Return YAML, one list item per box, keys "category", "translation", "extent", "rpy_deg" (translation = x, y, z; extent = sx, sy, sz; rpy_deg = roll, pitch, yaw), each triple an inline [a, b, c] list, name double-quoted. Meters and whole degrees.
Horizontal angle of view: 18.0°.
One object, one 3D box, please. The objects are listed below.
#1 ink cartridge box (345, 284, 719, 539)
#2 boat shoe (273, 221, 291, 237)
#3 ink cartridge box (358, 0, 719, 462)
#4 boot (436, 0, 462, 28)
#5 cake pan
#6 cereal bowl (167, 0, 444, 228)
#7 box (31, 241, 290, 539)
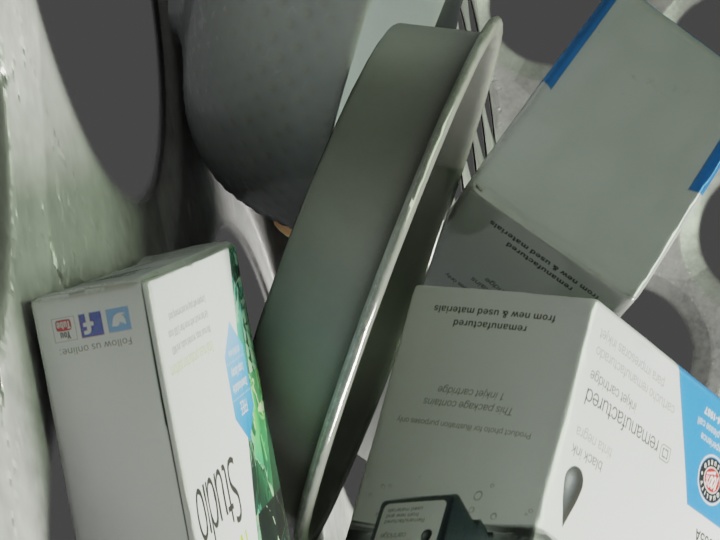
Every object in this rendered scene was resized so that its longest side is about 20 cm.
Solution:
- category: "ink cartridge box"
  translation: [0.061, 0.126, 0.829]
  extent: [0.146, 0.085, 0.202]
  rpy_deg: [34, 65, -49]
- category: "boat shoe"
  translation: [-0.016, -0.107, 1.012]
  extent: [0.071, 0.070, 0.201]
  rpy_deg: [76, 8, -46]
- category: "ink cartridge box"
  translation: [0.074, -0.004, 0.995]
  extent: [0.146, 0.084, 0.200]
  rpy_deg: [-54, 177, -37]
- category: "boot"
  translation: [0.006, -0.058, 1.138]
  extent: [0.201, 0.076, 0.169]
  rpy_deg: [101, 3, -53]
- category: "cake pan"
  translation: [0.000, 0.000, 0.803]
  extent: [0.200, 0.036, 0.202]
  rpy_deg: [21, 90, -85]
- category: "cereal bowl"
  translation: [-0.015, -0.119, 0.840]
  extent: [0.200, 0.083, 0.202]
  rpy_deg: [23, 90, -84]
- category: "box"
  translation: [-0.044, 0.097, 0.656]
  extent: [0.144, 0.036, 0.202]
  rpy_deg: [-38, 119, -82]
